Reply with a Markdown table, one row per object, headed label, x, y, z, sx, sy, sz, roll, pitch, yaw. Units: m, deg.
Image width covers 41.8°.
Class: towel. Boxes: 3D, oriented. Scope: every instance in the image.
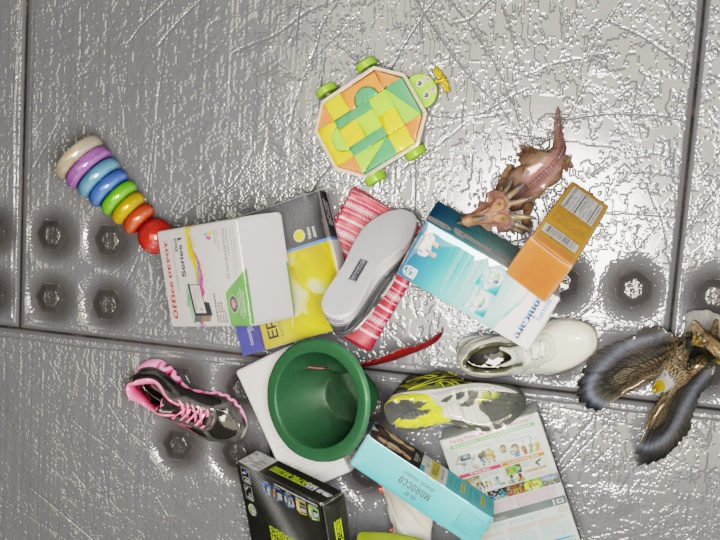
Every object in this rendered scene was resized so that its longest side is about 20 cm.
| label | x | y | z | sx | sy | sz | roll | pitch | yaw |
| --- | --- | --- | --- | --- | --- | --- | --- | --- | --- |
| towel | 0.000 | 0.000 | 1.367 | 0.144 | 0.022 | 0.201 | 31 | 101 | 7 |

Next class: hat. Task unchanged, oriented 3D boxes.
| label | x | y | z | sx | sy | sz | roll | pitch | yaw |
| --- | --- | --- | --- | --- | --- | --- | --- | --- | --- |
| hat | -0.004 | 0.173 | 1.339 | 0.198 | 0.175 | 0.168 | -5 | 88 | 33 |

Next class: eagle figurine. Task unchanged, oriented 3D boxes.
| label | x | y | z | sx | sy | sz | roll | pitch | yaw |
| --- | --- | --- | --- | --- | --- | --- | --- | --- | --- |
| eagle figurine | 0.406 | 0.146 | 1.257 | 0.200 | 0.150 | 0.153 | -50 | 39 | 41 |

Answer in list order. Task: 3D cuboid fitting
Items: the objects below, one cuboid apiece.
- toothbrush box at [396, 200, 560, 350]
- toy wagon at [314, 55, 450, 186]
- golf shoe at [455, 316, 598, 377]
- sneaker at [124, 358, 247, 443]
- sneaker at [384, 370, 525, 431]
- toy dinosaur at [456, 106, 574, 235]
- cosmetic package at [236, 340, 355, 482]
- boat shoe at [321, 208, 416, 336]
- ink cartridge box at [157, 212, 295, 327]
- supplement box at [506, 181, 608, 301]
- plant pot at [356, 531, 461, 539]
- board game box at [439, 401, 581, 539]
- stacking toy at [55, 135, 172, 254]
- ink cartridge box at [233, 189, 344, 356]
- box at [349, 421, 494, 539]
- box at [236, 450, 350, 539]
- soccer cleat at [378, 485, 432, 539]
| label | x | y | z | sx | sy | sz | roll | pitch | yaw |
| --- | --- | --- | --- | --- | --- | --- | --- | --- | --- |
| toothbrush box | 0.161 | 0.002 | 1.258 | 0.199 | 0.146 | 0.086 | 29 | 107 | 2 |
| toy wagon | 0.033 | -0.222 | 1.327 | 0.199 | 0.040 | 0.156 | -30 | 89 | 14 |
| golf shoe | 0.228 | 0.116 | 1.292 | 0.198 | 0.097 | 0.079 | -12 | 92 | 12 |
| sneaker | -0.265 | 0.206 | 1.409 | 0.198 | 0.095 | 0.080 | 25 | 99 | 7 |
| sneaker | 0.132 | 0.171 | 1.316 | 0.198 | 0.085 | 0.075 | -4 | 121 | 17 |
| toy dinosaur | 0.224 | -0.118 | 1.247 | 0.086 | 0.135 | 0.201 | 38 | 102 | 6 |
| cosmetic package | -0.090 | 0.213 | 1.384 | 0.101 | 0.074 | 0.202 | -24 | 89 | 13 |
| boat shoe | 0.018 | 0.004 | 1.304 | 0.071 | 0.068 | 0.201 | 20 | 62 | 25 |
| ink cartridge box | -0.192 | 0.003 | 1.329 | 0.199 | 0.083 | 0.147 | -5 | 95 | 47 |
| supplement box | 0.257 | -0.041 | 1.213 | 0.069 | 0.200 | 0.067 | 37 | 126 | 9 |
| plant pot | 0.090 | 0.491 | 1.286 | 0.179 | 0.200 | 0.202 | -5 | 125 | 6 |
| board game box | 0.212 | 0.306 | 1.332 | 0.146 | 0.064 | 0.202 | -18 | 93 | 12 |
| stacking toy | -0.359 | -0.103 | 1.409 | 0.085 | 0.085 | 0.200 | -42 | 91 | 13 |
| ink cartridge box | -0.117 | 0.007 | 1.364 | 0.198 | 0.047 | 0.200 | -17 | 86 | 17 |
| box | 0.085 | 0.287 | 1.280 | 0.199 | 0.082 | 0.049 | 33 | 98 | 5 |
| box | -0.089 | 0.375 | 1.341 | 0.199 | 0.047 | 0.195 | 13 | 116 | 46 |
| soccer cleat | 0.067 | 0.324 | 1.368 | 0.077 | 0.069 | 0.202 | -14 | 95 | 0 |
